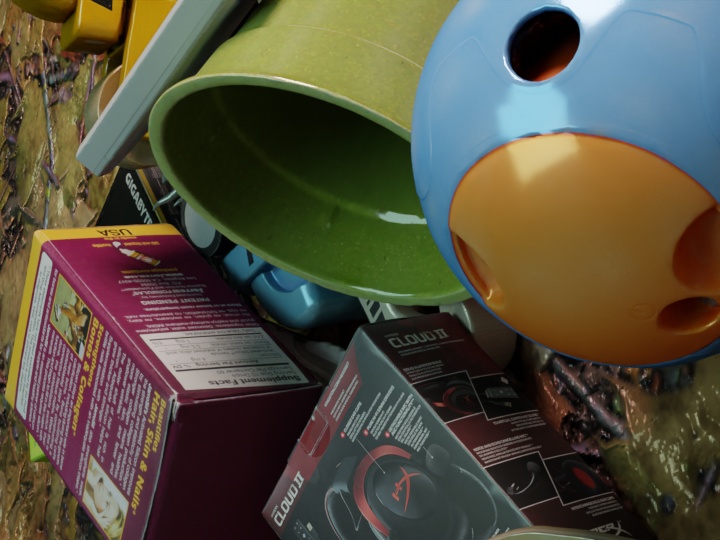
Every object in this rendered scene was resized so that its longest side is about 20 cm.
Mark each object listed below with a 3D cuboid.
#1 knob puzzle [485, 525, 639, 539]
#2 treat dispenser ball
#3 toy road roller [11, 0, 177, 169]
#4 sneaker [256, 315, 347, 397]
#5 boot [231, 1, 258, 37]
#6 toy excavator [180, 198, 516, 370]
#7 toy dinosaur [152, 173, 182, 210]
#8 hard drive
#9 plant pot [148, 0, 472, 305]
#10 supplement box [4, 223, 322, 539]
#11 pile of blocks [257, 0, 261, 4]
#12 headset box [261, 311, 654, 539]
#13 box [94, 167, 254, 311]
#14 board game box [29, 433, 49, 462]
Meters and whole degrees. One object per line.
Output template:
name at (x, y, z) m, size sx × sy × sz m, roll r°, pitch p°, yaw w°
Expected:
knob puzzle at (0.101, 0.211, 0.874) m, size 0.219 × 0.030 × 0.220 m, roll 11°, pitch 111°, yaw 31°
treat dispenser ball at (0.122, -0.057, 0.801) m, size 0.201 × 0.201 × 0.201 m, roll -10°, pitch 78°, yaw 57°
toy road roller at (-0.173, -0.171, 1.180) m, size 0.123 × 0.146 × 0.200 m, roll -179°, pitch 95°, yaw -75°
sneaker at (-0.049, 0.080, 1.153) m, size 0.200 × 0.075 × 0.082 m, roll 14°, pitch 81°, yaw 57°
boot at (-0.078, -0.255, 1.256) m, size 0.150 × 0.073 × 0.200 m, roll -7°, pitch 84°, yaw 58°
toy excavator at (0.000, 0.000, 1.106) m, size 0.194 × 0.100 × 0.200 m, roll -40°, pitch 68°, yaw 47°
toy dinosaur at (-0.085, -0.080, 1.235) m, size 0.200 × 0.077 × 0.103 m, roll -153°, pitch 67°, yaw -71°
hard drive at (-0.083, -0.146, 1.016) m, size 0.200 × 0.026 × 0.132 m, roll -44°, pitch 8°, yaw 49°
plant pot at (0.015, -0.113, 0.984) m, size 0.200 × 0.200 × 0.190 m, roll -22°, pitch 38°, yaw 55°
supplement box at (-0.126, 0.073, 1.102) m, size 0.200 × 0.103 × 0.131 m, roll 45°, pitch 128°, yaw 44°
pile of blocks at (-0.029, -0.179, 1.161) m, size 0.200 × 0.082 × 0.062 m, roll -60°, pitch 32°, yaw -4°
headset box at (0.040, 0.130, 0.983) m, size 0.200 × 0.075 × 0.149 m, roll 47°, pitch 127°, yaw 31°
box at (-0.154, 0.031, 1.367) m, size 0.160 × 0.049 × 0.200 m, roll -63°, pitch 39°, yaw 34°
board game box at (-0.183, 0.071, 1.319) m, size 0.200 × 0.048 × 0.102 m, roll -27°, pitch 65°, yaw 52°
